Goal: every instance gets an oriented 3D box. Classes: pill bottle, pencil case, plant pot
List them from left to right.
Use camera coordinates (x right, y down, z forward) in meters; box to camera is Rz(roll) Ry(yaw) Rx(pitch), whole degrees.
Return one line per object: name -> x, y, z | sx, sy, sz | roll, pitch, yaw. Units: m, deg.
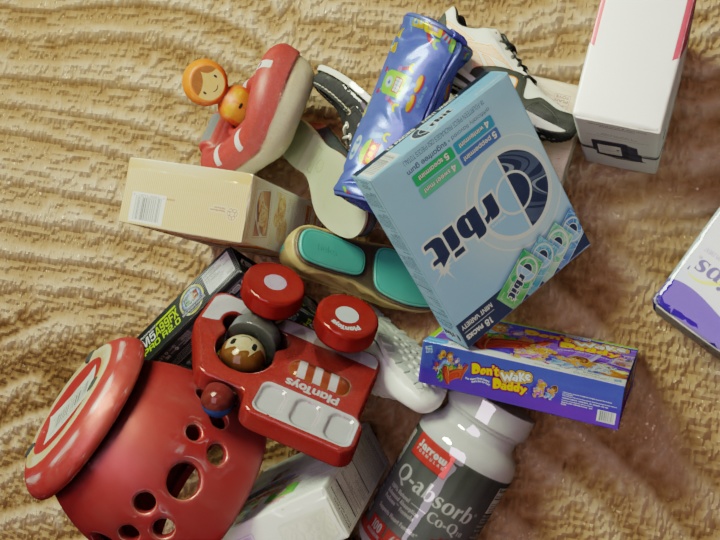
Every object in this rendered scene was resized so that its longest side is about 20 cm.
plant pot -> -0.220, 0.184, 0.912 | 0.182, 0.201, 0.201 | 37, 100, -22
pencil case -> 0.044, -0.146, 0.890 | 0.086, 0.078, 0.202 | 26, 95, 45
pill bottle -> 0.092, 0.220, 0.961 | 0.115, 0.116, 0.202 | 32, 96, 19

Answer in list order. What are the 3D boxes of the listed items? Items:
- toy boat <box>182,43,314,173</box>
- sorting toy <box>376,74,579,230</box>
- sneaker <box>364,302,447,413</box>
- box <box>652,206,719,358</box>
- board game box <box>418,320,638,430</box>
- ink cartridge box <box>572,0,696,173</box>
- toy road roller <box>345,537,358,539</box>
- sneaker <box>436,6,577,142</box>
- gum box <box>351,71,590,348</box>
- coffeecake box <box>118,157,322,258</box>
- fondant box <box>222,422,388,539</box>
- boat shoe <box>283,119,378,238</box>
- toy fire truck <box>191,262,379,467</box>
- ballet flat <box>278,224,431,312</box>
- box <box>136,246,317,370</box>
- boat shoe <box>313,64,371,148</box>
toy boat -> -0.143, -0.191, 1.034 | 0.199, 0.130, 0.132 | -22, 43, 52
sorting toy -> 0.130, -0.117, 1.003 | 0.198, 0.069, 0.202 | 18, 91, 20
sneaker -> 0.022, 0.106, 0.997 | 0.200, 0.076, 0.081 | 42, 108, 50
box -> 0.370, -0.018, 0.845 | 0.104, 0.184, 0.201 | 36, 97, 18
board game box -> 0.174, 0.097, 0.929 | 0.197, 0.134, 0.045 | 11, 104, 20
ink cartridge box -> 0.269, -0.189, 0.890 | 0.083, 0.200, 0.147 | 15, 90, 17
toy road roller -> -0.072, 0.352, 1.011 | 0.198, 0.123, 0.148 | 19, 78, 18
sneaker -> 0.142, -0.201, 0.930 | 0.199, 0.074, 0.081 | 36, 95, 19
gum box -> 0.111, -0.057, 0.871 | 0.169, 0.044, 0.201 | -38, 115, -13
coffeecake box -> -0.149, -0.064, 1.029 | 0.151, 0.200, 0.074 | 9, 87, 20
fondant box -> -0.061, 0.243, 0.967 | 0.143, 0.200, 0.059 | -27, 91, 16
boat shoe -> -0.026, -0.103, 1.022 | 0.072, 0.062, 0.201 | -55, 44, 20
toy fire truck -> -0.079, 0.096, 0.906 | 0.198, 0.169, 0.113 | 22, 126, 3
ballet flat -> 0.000, 0.000, 1.012 | 0.063, 0.198, 0.070 | -26, 47, 55
box -> -0.159, 0.084, 1.040 | 0.200, 0.160, 0.044 | -43, 48, 12
boat shoe -> 0.016, -0.142, 0.974 | 0.200, 0.074, 0.061 | 41, 94, 10
